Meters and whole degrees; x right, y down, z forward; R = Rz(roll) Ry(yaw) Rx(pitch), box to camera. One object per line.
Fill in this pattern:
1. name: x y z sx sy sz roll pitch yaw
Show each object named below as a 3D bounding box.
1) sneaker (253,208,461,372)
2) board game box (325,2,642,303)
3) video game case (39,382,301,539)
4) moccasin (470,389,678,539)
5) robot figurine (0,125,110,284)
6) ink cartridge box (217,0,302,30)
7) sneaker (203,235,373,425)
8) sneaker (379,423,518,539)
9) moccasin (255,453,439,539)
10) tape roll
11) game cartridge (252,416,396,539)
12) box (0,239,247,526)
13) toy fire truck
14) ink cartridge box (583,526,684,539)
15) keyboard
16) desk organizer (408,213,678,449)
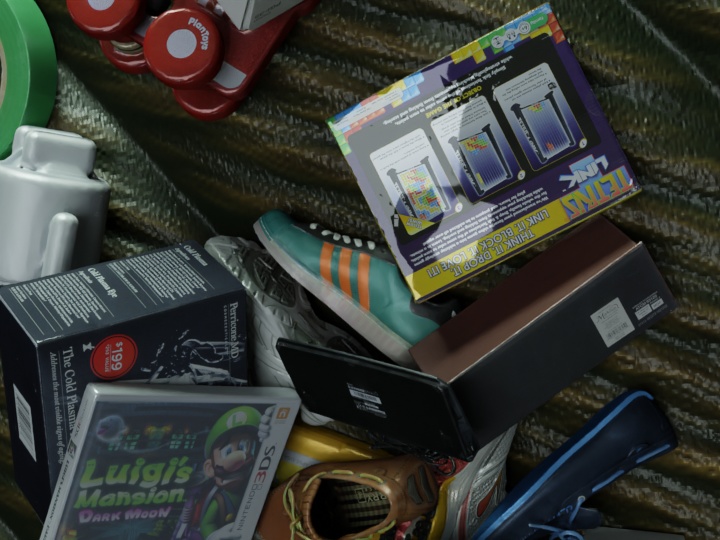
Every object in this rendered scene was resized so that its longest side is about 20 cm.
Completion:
1. sneaker: 0.000 0.000 1.096 0.200 0.071 0.080 39 95 13
2. board game box: 0.097 -0.092 1.017 0.199 0.057 0.166 -26 90 6
3. video game case: -0.158 0.178 1.060 0.023 0.199 0.183 38 114 46
4. moccasin: 0.172 0.181 1.027 0.200 0.080 0.068 -42 87 4
5. robot figurine: -0.293 -0.028 1.168 0.112 0.169 0.201 8 99 -25
6. ink cartridge box: -0.090 -0.318 1.026 0.146 0.083 0.200 -35 84 -19
7. sneaker: -0.081 0.061 1.125 0.200 0.078 0.099 49 120 3
8. sneaker: 0.091 0.175 1.090 0.201 0.082 0.078 -63 32 6
9. moccasin: -0.025 0.204 1.080 0.201 0.078 0.074 -14 92 45
10. tape roll: -0.385 -0.192 1.216 0.199 0.048 0.202 4 101 20
11. game cartridge: -0.048 0.229 1.168 0.199 0.032 0.177 18 105 19
12. box: -0.196 0.099 1.074 0.104 0.181 0.201 37 134 47
13. toy fire truck: -0.146 -0.239 1.096 0.200 0.112 0.168 33 85 12
14. ink cartridge box: 0.207 0.326 1.024 0.087 0.145 0.201 2 100 21
15. keyboard: 0.019 0.101 1.022 0.199 0.040 0.104 12 132 47
16. desk organizer: 0.143 0.047 1.026 0.200 0.077 0.072 -36 119 1
